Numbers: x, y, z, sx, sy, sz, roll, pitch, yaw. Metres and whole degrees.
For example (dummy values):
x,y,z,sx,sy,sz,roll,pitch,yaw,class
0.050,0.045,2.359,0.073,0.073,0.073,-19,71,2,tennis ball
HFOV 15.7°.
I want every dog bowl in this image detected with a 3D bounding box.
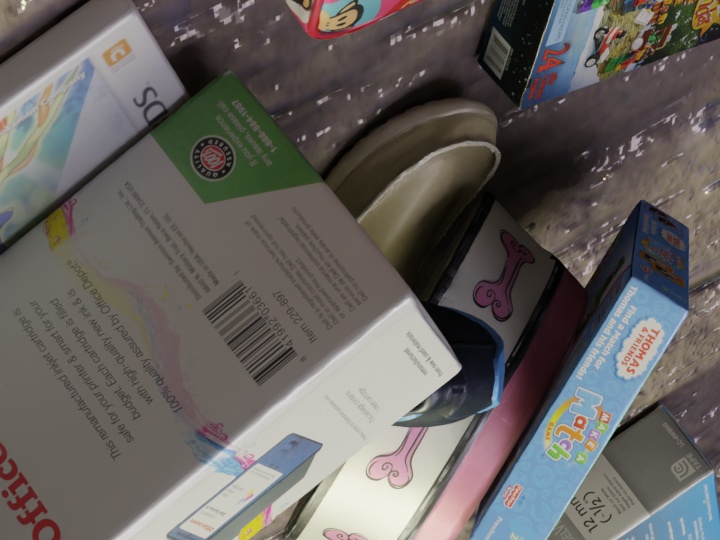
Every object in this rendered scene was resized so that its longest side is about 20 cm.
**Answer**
x,y,z,sx,sy,sz,roll,pitch,yaw,class
0.042,0.064,1.299,0.201,0.074,0.200,-59,-179,1,dog bowl

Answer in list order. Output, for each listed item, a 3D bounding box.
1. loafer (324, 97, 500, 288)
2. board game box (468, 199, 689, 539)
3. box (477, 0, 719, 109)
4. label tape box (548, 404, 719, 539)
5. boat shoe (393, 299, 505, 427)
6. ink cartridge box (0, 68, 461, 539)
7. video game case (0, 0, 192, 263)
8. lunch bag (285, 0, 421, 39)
x,y,z,sx,sy,sz,roll,pitch,yaw,class
0.000,0.000,1.265,0.200,0.068,0.076,-45,151,12,loafer
0.112,0.052,1.299,0.152,0.037,0.200,-60,-179,14,board game box
0.139,-0.174,1.203,0.136,0.038,0.200,-21,147,-29,box
0.141,0.192,1.712,0.200,0.066,0.143,-32,151,-6,label tape box
-0.033,0.032,1.179,0.199,0.084,0.069,-3,-175,33,boat shoe
-0.082,0.039,1.102,0.200,0.145,0.088,-39,152,-1,ink cartridge box
-0.153,-0.014,1.119,0.200,0.022,0.182,-36,151,-4,video game case
0.032,-0.196,1.003,0.176,0.082,0.200,-29,150,-18,lunch bag
